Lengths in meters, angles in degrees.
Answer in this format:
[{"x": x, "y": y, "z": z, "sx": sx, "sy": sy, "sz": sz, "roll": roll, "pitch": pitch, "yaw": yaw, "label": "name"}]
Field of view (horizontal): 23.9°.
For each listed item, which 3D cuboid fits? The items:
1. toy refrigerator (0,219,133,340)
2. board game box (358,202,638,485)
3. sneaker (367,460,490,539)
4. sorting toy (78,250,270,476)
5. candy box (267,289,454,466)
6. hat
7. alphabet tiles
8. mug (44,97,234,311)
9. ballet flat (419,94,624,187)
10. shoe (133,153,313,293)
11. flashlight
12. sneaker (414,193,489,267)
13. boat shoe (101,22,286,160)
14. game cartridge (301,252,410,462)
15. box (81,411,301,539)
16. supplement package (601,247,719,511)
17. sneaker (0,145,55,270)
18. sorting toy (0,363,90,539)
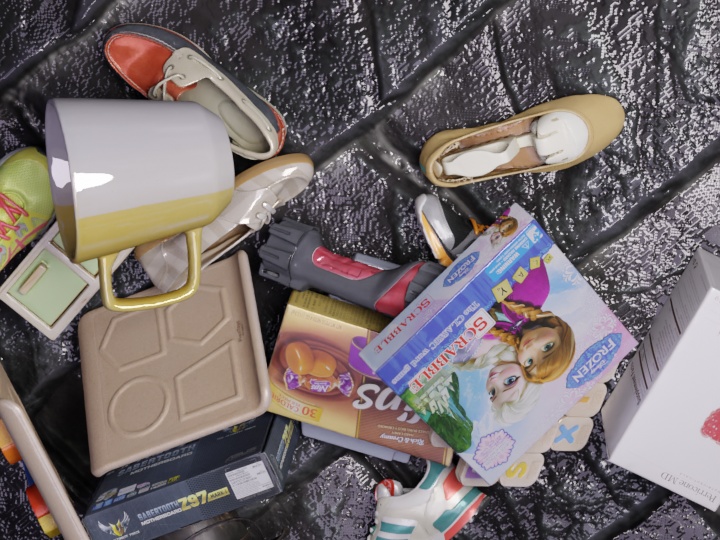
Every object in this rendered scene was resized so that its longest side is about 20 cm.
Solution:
[{"x": -0.264, "y": -0.032, "z": 1.665, "sx": 0.076, "sy": 0.070, "sz": 0.200, "roll": 41, "pitch": 108, "yaw": -9, "label": "toy refrigerator"}, {"x": 0.131, "y": 0.072, "z": 1.571, "sx": 0.200, "sy": 0.041, "sz": 0.200, "roll": -44, "pitch": 126, "yaw": 1, "label": "board game box"}, {"x": 0.037, "y": 0.267, "z": 1.750, "sx": 0.200, "sy": 0.070, "sz": 0.093, "roll": -43, "pitch": 82, "yaw": 19, "label": "sneaker"}, {"x": -0.181, "y": 0.092, "z": 1.652, "sx": 0.200, "sy": 0.185, "sz": 0.036, "roll": -24, "pitch": 142, "yaw": 14, "label": "sorting toy"}, {"x": 0.011, "y": 0.104, "z": 1.658, "sx": 0.200, "sy": 0.056, "sz": 0.117, "roll": 18, "pitch": 109, "yaw": 0, "label": "candy box"}, {"x": -0.167, "y": 0.270, "z": 1.707, "sx": 0.200, "sy": 0.201, "sz": 0.081, "roll": -28, "pitch": 85, "yaw": 13, "label": "hat"}, {"x": 0.164, "y": 0.123, "z": 1.653, "sx": 0.195, "sy": 0.015, "sz": 0.200, "roll": 7, "pitch": 113, "yaw": -33, "label": "alphabet tiles"}, {"x": -0.200, "y": -0.077, "z": 1.556, "sx": 0.153, "sy": 0.150, "sz": 0.187, "roll": -9, "pitch": 133, "yaw": -18, "label": "mug"}, {"x": 0.154, "y": -0.115, "z": 1.603, "sx": 0.200, "sy": 0.063, "sz": 0.069, "roll": -15, "pitch": 107, "yaw": 10, "label": "ballet flat"}, {"x": -0.124, "y": -0.044, "z": 1.639, "sx": 0.200, "sy": 0.070, "sz": 0.053, "roll": -31, "pitch": 70, "yaw": 12, "label": "shoe"}, {"x": 0.000, "y": 0.000, "z": 1.616, "sx": 0.200, "sy": 0.068, "sz": 0.068, "roll": 22, "pitch": 128, "yaw": 28, "label": "flashlight"}, {"x": 0.128, "y": -0.008, "z": 1.640, "sx": 0.077, "sy": 0.078, "sz": 0.200, "roll": -42, "pitch": 109, "yaw": 11, "label": "sneaker"}, {"x": -0.160, "y": -0.169, "z": 1.613, "sx": 0.200, "sy": 0.063, "sz": 0.071, "roll": 32, "pitch": 110, "yaw": -5, "label": "boat shoe"}, {"x": 0.013, "y": 0.086, "z": 1.699, "sx": 0.133, "sy": 0.040, "sz": 0.200, "roll": 16, "pitch": 109, "yaw": -4, "label": "game cartridge"}, {"x": -0.164, "y": 0.198, "z": 1.688, "sx": 0.200, "sy": 0.158, "sz": 0.051, "roll": -20, "pitch": 105, "yaw": 12, "label": "box"}, {"x": 0.333, "y": 0.104, "z": 1.631, "sx": 0.121, "sy": 0.120, "sz": 0.200, "roll": 25, "pitch": 109, "yaw": -5, "label": "supplement package"}, {"x": -0.362, "y": -0.034, "z": 1.662, "sx": 0.078, "sy": 0.090, "sz": 0.200, "roll": 37, "pitch": 106, "yaw": -6, "label": "sneaker"}, {"x": -0.328, "y": 0.189, "z": 1.684, "sx": 0.036, "sy": 0.200, "sz": 0.185, "roll": -27, "pitch": 106, "yaw": -12, "label": "sorting toy"}]
